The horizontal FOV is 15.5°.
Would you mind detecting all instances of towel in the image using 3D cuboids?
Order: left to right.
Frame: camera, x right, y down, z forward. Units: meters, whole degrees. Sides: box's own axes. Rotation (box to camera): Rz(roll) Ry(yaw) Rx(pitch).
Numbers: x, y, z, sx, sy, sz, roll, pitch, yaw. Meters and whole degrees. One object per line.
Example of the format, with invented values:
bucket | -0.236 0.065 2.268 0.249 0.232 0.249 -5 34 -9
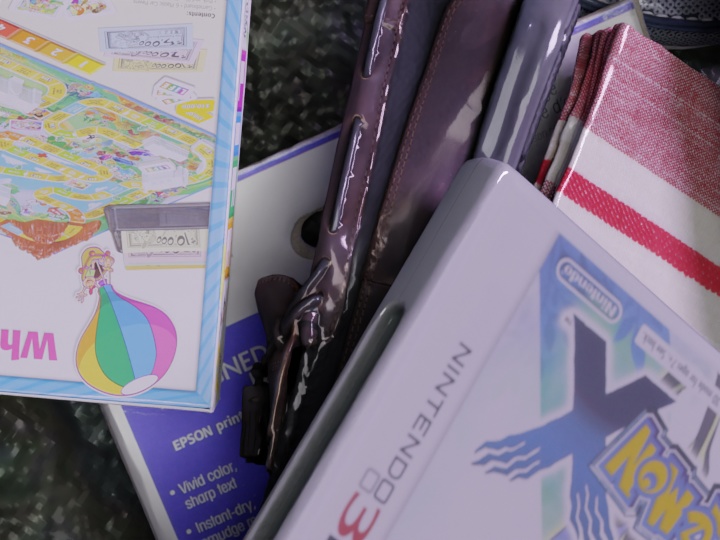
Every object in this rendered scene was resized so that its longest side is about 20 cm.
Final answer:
towel | 0.086 0.047 0.778 0.144 0.023 0.200 30 75 -30

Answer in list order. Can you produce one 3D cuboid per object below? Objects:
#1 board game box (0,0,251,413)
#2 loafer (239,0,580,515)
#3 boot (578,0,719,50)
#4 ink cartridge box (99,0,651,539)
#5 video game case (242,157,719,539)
board game box | -0.133 -0.037 0.731 0.200 0.034 0.135 5 93 0
loafer | 0.000 0.000 0.747 0.063 0.072 0.200 22 83 3
boot | 0.143 -0.105 0.803 0.200 0.090 0.073 -8 97 -15
ink cartridge box | 0.028 0.044 0.808 0.198 0.043 0.200 -24 103 -12
video game case | 0.054 0.099 0.729 0.200 0.022 0.182 39 73 -31
